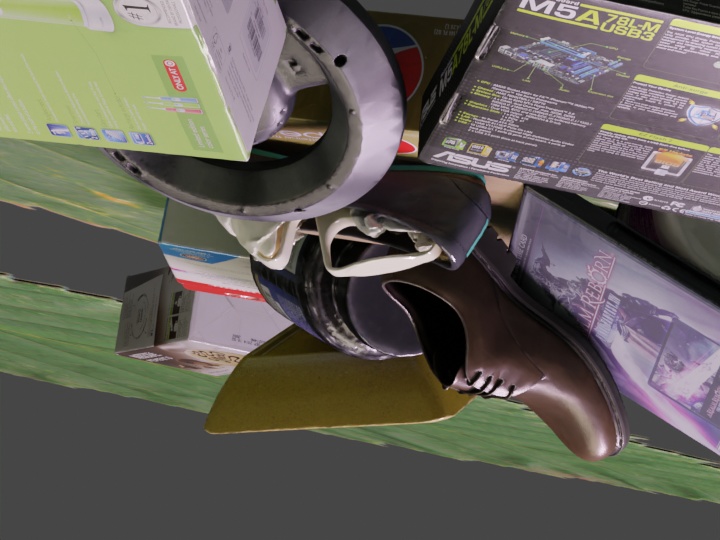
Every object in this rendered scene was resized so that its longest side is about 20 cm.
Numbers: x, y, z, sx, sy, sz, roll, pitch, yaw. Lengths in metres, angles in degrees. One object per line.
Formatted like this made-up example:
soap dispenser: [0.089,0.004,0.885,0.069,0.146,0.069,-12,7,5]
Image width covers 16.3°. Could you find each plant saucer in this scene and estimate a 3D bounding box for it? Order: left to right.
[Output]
plant saucer: [0.010,0.060,1.820,0.199,0.049,0.200,-5,-165,28]

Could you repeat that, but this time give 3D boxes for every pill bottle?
pill bottle: [0.000,0.000,1.726,0.112,0.112,0.200,13,-175,-20]
pill bottle: [0.214,-0.024,1.516,0.112,0.113,0.200,10,170,-4]

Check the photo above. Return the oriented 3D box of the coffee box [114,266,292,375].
coffee box: [-0.139,0.045,2.325,0.113,0.080,0.200,13,169,-24]

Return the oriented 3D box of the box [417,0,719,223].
box: [0.146,-0.094,1.254,0.199,0.048,0.193,11,152,-9]

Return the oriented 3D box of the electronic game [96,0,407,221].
electronic game: [-0.072,-0.101,1.332,0.199,0.042,0.200,11,138,10]

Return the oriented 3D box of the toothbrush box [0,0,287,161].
toothbrush box: [-0.152,-0.134,1.212,0.199,0.086,0.146,5,150,16]

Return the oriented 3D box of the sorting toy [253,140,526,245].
sorting toy: [0.011,-0.074,1.531,0.199,0.070,0.199,9,166,9]

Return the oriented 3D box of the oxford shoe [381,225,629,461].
oxford shoe: [0.081,0.053,1.493,0.200,0.084,0.073,45,150,-17]

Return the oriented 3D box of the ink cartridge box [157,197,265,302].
ink cartridge box: [-0.085,-0.023,1.930,0.116,0.067,0.200,10,170,3]

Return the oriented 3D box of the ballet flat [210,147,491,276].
ballet flat: [-0.025,-0.032,1.435,0.199,0.073,0.073,7,170,15]

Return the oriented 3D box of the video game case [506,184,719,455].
video game case: [0.172,0.036,1.465,0.200,0.019,0.143,32,151,13]

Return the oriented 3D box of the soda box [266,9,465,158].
soda box: [-0.015,-0.106,1.395,0.199,0.068,0.064,7,170,16]
